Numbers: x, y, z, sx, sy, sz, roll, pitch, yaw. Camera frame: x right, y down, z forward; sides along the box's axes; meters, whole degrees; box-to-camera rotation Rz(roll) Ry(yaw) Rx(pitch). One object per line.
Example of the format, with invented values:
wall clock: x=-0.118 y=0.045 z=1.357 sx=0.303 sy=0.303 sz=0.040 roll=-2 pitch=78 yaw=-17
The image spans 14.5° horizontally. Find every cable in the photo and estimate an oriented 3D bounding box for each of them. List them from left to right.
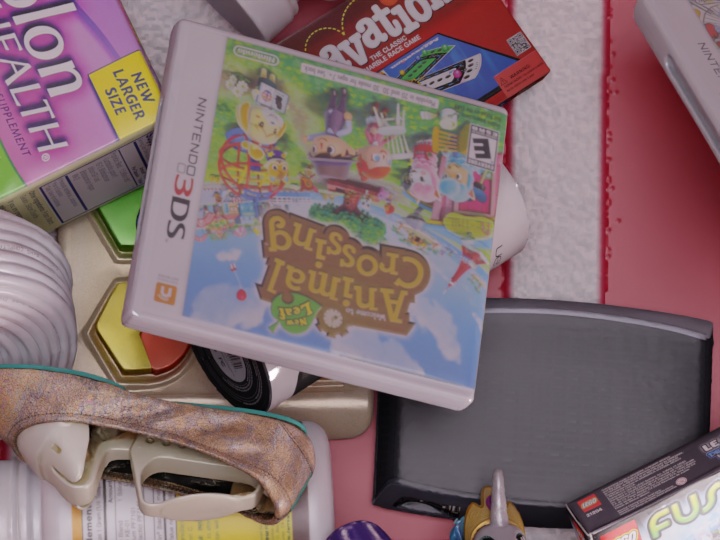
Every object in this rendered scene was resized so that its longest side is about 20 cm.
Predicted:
cable: x=-0.251 y=0.040 z=1.567 sx=0.199 sy=0.200 sz=0.069 roll=-11 pitch=56 yaw=-20

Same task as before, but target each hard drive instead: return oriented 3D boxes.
hard drive: x=0.109 y=0.082 z=1.660 sx=0.199 sy=0.042 sz=0.136 roll=4 pitch=82 yaw=-3

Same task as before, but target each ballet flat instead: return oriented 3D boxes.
ballet flat: x=-0.125 y=0.098 z=1.530 sx=0.199 sy=0.068 sz=0.067 roll=8 pitch=55 yaw=6

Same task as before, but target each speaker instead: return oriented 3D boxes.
speaker: x=0.000 y=0.000 z=1.616 sx=0.200 sy=0.081 sz=0.081 roll=-31 pitch=85 yaw=-28

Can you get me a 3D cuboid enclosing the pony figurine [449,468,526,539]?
pony figurine: x=0.095 y=0.231 z=1.566 sx=0.166 sy=0.200 sz=0.194 roll=-6 pitch=113 yaw=-11

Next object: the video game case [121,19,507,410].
video game case: x=-0.022 y=-0.031 z=1.562 sx=0.199 sy=0.022 sz=0.183 roll=15 pitch=66 yaw=-15

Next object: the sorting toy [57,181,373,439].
sorting toy: x=-0.086 y=-0.001 z=1.664 sx=0.184 sy=0.036 sz=0.201 roll=-1 pitch=82 yaw=-3

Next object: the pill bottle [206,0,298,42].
pill bottle: x=-0.015 y=-0.231 z=1.662 sx=0.111 sy=0.111 sz=0.200 roll=44 pitch=82 yaw=3

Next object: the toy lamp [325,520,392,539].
toy lamp: x=0.028 y=0.219 z=1.499 sx=0.058 sy=0.058 sz=0.200 roll=-19 pitch=52 yaw=-6

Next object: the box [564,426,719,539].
box: x=0.225 y=0.139 z=1.633 sx=0.199 sy=0.035 sz=0.110 roll=-26 pitch=124 yaw=-6

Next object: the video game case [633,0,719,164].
video game case: x=0.278 y=-0.102 z=1.602 sx=0.199 sy=0.023 sz=0.182 roll=-8 pitch=48 yaw=-20

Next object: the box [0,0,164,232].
box: x=-0.225 y=-0.107 z=1.625 sx=0.199 sy=0.097 sz=0.176 roll=-25 pitch=77 yaw=-3

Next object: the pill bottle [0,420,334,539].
pill bottle: x=-0.116 y=0.143 z=1.606 sx=0.199 sy=0.109 sz=0.110 roll=-2 pitch=82 yaw=-3

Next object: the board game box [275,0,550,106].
board game box: x=0.005 y=-0.108 z=1.674 sx=0.200 sy=0.019 sz=0.103 roll=-34 pitch=84 yaw=-19
